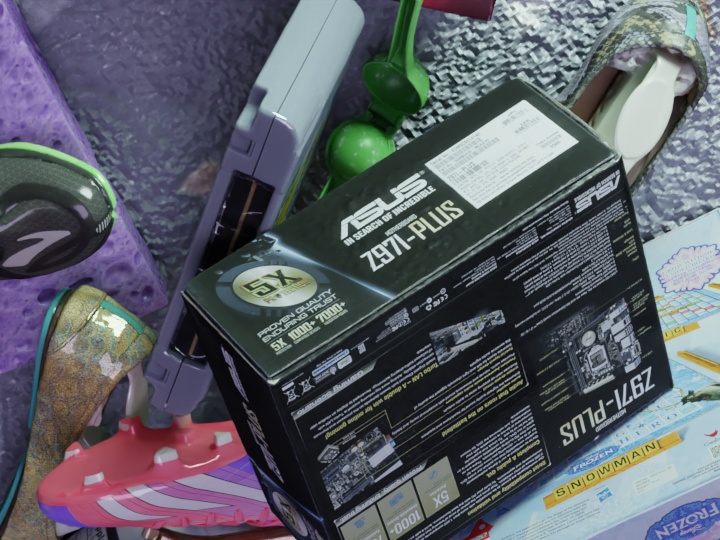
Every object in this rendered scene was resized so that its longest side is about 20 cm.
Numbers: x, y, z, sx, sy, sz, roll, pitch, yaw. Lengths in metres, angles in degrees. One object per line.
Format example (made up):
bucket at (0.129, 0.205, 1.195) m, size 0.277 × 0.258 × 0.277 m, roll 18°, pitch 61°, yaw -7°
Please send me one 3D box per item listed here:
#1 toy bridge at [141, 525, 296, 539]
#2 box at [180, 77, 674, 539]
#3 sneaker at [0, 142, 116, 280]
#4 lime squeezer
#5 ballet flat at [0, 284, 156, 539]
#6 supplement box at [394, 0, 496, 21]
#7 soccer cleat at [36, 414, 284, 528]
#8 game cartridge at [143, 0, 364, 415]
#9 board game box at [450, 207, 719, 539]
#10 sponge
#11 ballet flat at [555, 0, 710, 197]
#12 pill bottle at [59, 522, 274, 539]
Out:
toy bridge at (-0.022, 0.169, 1.261) m, size 0.200 × 0.027 × 0.067 m, roll 23°, pitch 95°, yaw -16°
box at (0.037, 0.033, 1.150) m, size 0.200 × 0.086 × 0.164 m, roll -33°, pitch 134°, yaw -14°
sneaker at (-0.218, -0.011, 1.189) m, size 0.199 × 0.084 × 0.077 m, roll -8°, pitch 121°, yaw 1°
lime squeezer at (0.004, -0.067, 1.212) m, size 0.038 × 0.071 × 0.200 m, roll 25°, pitch 123°, yaw -4°
ballet flat at (-0.149, 0.093, 1.274) m, size 0.071 × 0.071 × 0.200 m, roll 10°, pitch 131°, yaw -11°
supplement box at (-0.020, -0.197, 1.151) m, size 0.200 × 0.061 × 0.109 m, roll 11°, pitch 118°, yaw -13°
soccer cleat at (-0.065, 0.107, 1.231) m, size 0.200 × 0.067 × 0.077 m, roll -16°, pitch 112°, yaw -20°
game cartridge at (-0.051, -0.037, 1.188) m, size 0.040 × 0.133 × 0.200 m, roll 21°, pitch 130°, yaw -3°
board game box at (0.126, 0.076, 1.238) m, size 0.200 × 0.200 × 0.041 m, roll -25°, pitch 124°, yaw 9°
sponge at (-0.190, -0.044, 1.238) m, size 0.111 × 0.030 × 0.200 m, roll -22°, pitch 119°, yaw 7°
ballet flat at (0.115, -0.052, 1.242) m, size 0.072 × 0.072 × 0.201 m, roll 23°, pitch 115°, yaw -17°
pill bottle at (-0.124, 0.185, 1.325) m, size 0.200 × 0.111 × 0.111 m, roll -36°, pitch 116°, yaw 13°
